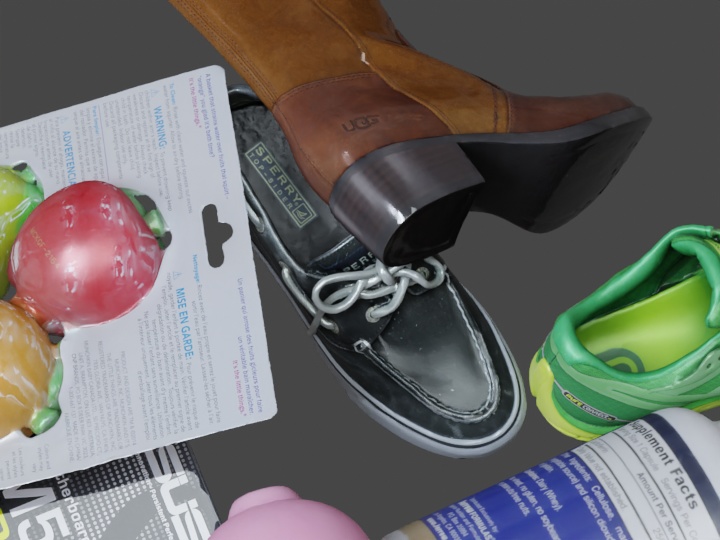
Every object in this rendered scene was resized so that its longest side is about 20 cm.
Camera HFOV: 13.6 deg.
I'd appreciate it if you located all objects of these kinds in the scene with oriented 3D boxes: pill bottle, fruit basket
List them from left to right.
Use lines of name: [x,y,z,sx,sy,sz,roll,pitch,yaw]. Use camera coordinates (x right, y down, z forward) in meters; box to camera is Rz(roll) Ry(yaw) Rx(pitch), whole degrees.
fruit basket: [-0.139,0.014,1.268,0.199,0.094,0.186,-13,55,2]
pill bottle: [0.116,0.128,1.288,0.199,0.116,0.116,-23,85,-8]

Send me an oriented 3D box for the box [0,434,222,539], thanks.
box: [-0.121,0.170,1.296,0.159,0.044,0.201,-21,85,-7]

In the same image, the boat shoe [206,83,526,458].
boat shoe: [0.002,-0.002,1.319,0.073,0.068,0.200,-35,86,-9]

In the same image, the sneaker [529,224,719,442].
sneaker: [0.170,0.016,1.320,0.199,0.084,0.074,-24,67,-9]

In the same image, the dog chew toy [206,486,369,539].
dog chew toy: [-0.014,0.184,1.199,0.124,0.125,0.201,-13,72,-7]

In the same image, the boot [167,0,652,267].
boot: [0.013,-0.098,1.334,0.188,0.069,0.200,-21,60,-36]
